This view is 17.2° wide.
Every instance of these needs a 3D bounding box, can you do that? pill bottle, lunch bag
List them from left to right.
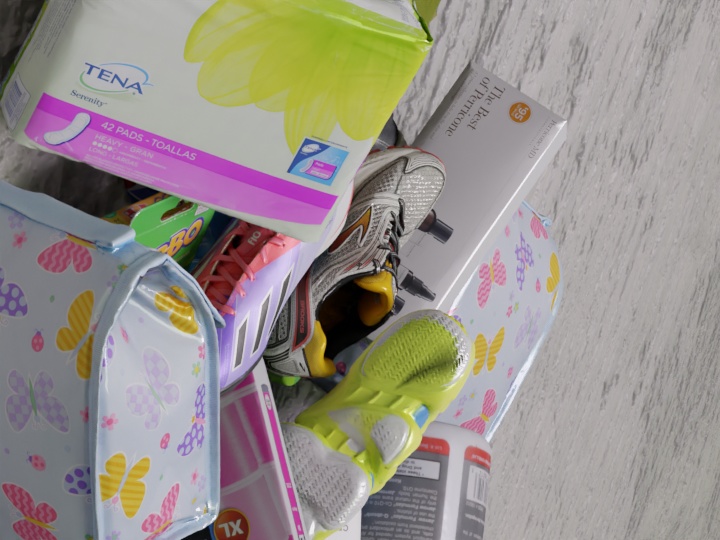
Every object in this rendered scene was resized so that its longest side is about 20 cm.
[{"bbox_3d":[-0.165,0.048,1.289,0.127,0.170,0.200,-36,135,-45],"label":"lunch bag"},{"bbox_3d":[0.022,0.205,1.601,0.116,0.116,0.200,36,58,-62],"label":"pill bottle"},{"bbox_3d":[0.057,0.021,1.734,0.200,0.127,0.170,-59,150,-6],"label":"lunch bag"}]

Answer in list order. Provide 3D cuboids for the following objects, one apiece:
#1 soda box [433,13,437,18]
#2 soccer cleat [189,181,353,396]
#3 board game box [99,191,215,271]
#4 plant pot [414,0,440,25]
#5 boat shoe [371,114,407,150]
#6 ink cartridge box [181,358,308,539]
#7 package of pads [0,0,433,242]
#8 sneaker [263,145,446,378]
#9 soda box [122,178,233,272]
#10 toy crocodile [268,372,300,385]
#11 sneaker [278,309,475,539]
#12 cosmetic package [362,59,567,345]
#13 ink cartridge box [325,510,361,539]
[{"bbox_3d":[-0.028,-0.144,1.541,0.200,0.068,0.064,-50,146,-36],"label":"soda box"},{"bbox_3d":[-0.063,-0.006,1.407,0.200,0.068,0.073,-54,169,-38],"label":"soccer cleat"},{"bbox_3d":[-0.145,0.026,1.403,0.096,0.030,0.200,-29,154,-54],"label":"board game box"},{"bbox_3d":[-0.021,-0.205,1.411,0.200,0.200,0.193,-45,155,-42],"label":"plant pot"},{"bbox_3d":[-0.043,-0.060,1.577,0.200,0.072,0.068,-49,133,-39],"label":"boat shoe"},{"bbox_3d":[-0.082,0.156,1.420,0.037,0.095,0.200,10,64,-76],"label":"ink cartridge box"},{"bbox_3d":[-0.077,-0.115,1.302,0.200,0.068,0.155,18,119,-24],"label":"package of pads"},{"bbox_3d":[0.000,0.000,1.515,0.200,0.082,0.078,-52,141,-30],"label":"sneaker"},{"bbox_3d":[-0.106,-0.081,1.438,0.068,0.064,0.200,-54,148,-31],"label":"soda box"},{"bbox_3d":[-0.085,0.039,1.548,0.200,0.067,0.062,0,106,-62],"label":"toy crocodile"},{"bbox_3d":[-0.004,0.108,1.482,0.200,0.076,0.105,-41,172,1],"label":"sneaker"},{"bbox_3d":[0.053,-0.038,1.621,0.200,0.083,0.051,-56,172,-7],"label":"cosmetic package"},{"bbox_3d":[-0.080,0.202,1.508,0.146,0.084,0.200,7,76,-29],"label":"ink cartridge box"}]
